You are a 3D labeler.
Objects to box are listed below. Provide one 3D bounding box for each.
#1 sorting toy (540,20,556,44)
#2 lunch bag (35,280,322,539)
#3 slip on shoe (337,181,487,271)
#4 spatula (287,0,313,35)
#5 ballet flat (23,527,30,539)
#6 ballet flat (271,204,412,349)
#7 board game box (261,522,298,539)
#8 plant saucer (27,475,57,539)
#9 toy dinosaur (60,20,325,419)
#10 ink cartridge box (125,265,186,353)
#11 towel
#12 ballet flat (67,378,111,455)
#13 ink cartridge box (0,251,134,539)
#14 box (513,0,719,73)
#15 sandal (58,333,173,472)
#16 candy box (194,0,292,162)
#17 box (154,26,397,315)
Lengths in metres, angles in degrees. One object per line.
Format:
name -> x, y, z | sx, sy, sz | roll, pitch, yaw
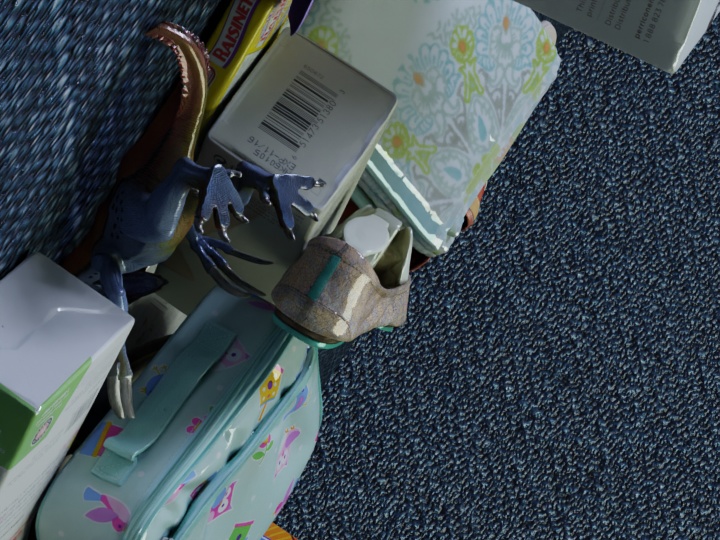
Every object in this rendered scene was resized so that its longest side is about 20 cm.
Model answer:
sorting toy -> 0.045, -0.085, 1.772 | 0.200, 0.037, 0.185 | -40, 178, 25
lunch bag -> -0.096, 0.113, 1.427 | 0.200, 0.077, 0.161 | -54, 162, -30
slip on shoe -> -0.003, -0.016, 1.687 | 0.200, 0.074, 0.061 | -30, -149, 23
spatula -> -0.013, -0.165, 1.415 | 0.057, 0.020, 0.200 | -65, 175, 15
ballet flat -> -0.230, 0.166, 1.455 | 0.200, 0.071, 0.071 | -59, 175, 28
ballet flat -> 0.000, 0.000, 1.430 | 0.067, 0.068, 0.200 | -63, 177, 9
board game box -> -0.174, 0.267, 1.803 | 0.200, 0.199, 0.200 | -59, 174, 30
plant saucer -> -0.186, 0.144, 1.575 | 0.200, 0.032, 0.200 | -31, 180, 0
toy dinosaur -> -0.104, -0.031, 1.356 | 0.105, 0.201, 0.181 | -20, -169, -42
ink cartridge box -> -0.114, -0.007, 1.696 | 0.161, 0.050, 0.200 | -56, 161, -5
towel -> 0.029, -0.129, 1.574 | 0.048, 0.200, 0.172 | 7, -124, 46
ballet flat -> -0.172, 0.073, 1.487 | 0.073, 0.073, 0.200 | -56, -179, -8
ink cartridge box -> -0.201, 0.102, 1.314 | 0.200, 0.067, 0.117 | -61, 174, 30
box -> 0.137, -0.252, 1.437 | 0.131, 0.199, 0.200 | -49, 162, -55
sandal -> -0.139, 0.094, 1.666 | 0.082, 0.055, 0.200 | -7, 154, -47
candy box -> -0.072, -0.113, 1.435 | 0.200, 0.026, 0.102 | -58, 174, 17
box -> -0.053, -0.041, 1.487 | 0.095, 0.078, 0.200 | -56, 178, -30
